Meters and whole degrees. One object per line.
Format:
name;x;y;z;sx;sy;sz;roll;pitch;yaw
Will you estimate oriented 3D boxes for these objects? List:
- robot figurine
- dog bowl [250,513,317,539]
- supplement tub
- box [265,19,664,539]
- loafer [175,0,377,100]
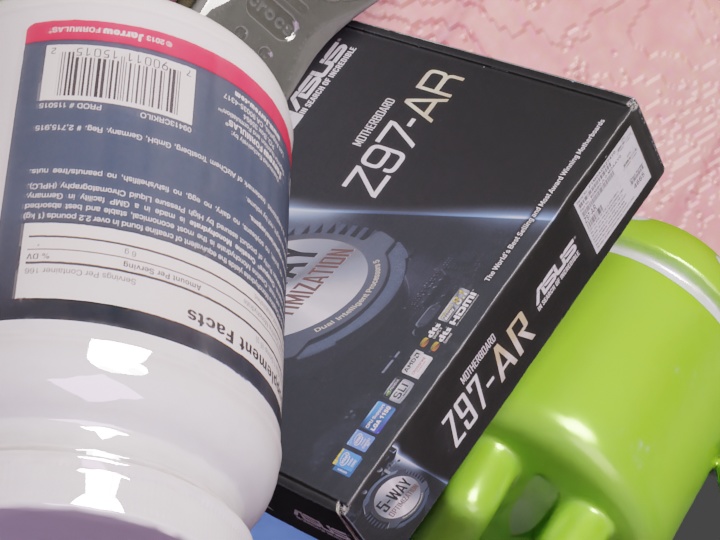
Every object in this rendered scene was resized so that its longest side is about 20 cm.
robot figurine;0.094;0.057;0.814;0.175;0.116;0.200;33;52;8
dog bowl;-0.023;0.134;0.830;0.111;0.050;0.200;-41;103;-13
supplement tub;-0.095;0.018;0.662;0.140;0.140;0.201;14;54;-19
box;0.000;0.000;0.763;0.200;0.160;0.044;-52;139;-19
loafer;-0.038;-0.122;0.803;0.200;0.070;0.075;-51;117;-15
